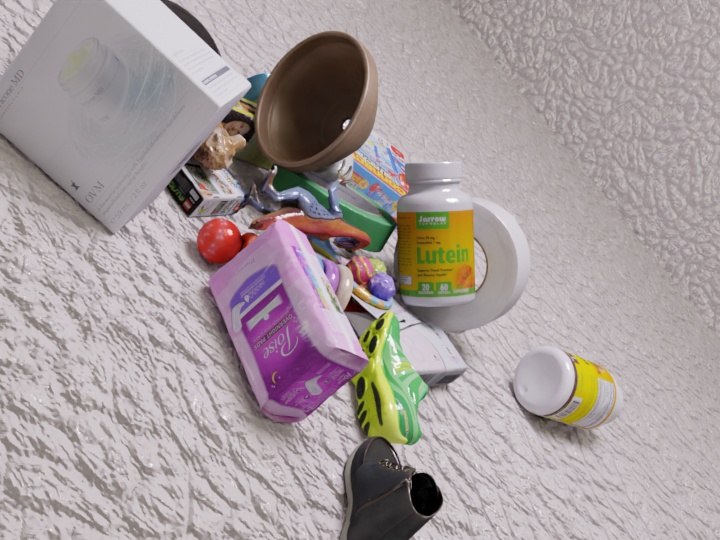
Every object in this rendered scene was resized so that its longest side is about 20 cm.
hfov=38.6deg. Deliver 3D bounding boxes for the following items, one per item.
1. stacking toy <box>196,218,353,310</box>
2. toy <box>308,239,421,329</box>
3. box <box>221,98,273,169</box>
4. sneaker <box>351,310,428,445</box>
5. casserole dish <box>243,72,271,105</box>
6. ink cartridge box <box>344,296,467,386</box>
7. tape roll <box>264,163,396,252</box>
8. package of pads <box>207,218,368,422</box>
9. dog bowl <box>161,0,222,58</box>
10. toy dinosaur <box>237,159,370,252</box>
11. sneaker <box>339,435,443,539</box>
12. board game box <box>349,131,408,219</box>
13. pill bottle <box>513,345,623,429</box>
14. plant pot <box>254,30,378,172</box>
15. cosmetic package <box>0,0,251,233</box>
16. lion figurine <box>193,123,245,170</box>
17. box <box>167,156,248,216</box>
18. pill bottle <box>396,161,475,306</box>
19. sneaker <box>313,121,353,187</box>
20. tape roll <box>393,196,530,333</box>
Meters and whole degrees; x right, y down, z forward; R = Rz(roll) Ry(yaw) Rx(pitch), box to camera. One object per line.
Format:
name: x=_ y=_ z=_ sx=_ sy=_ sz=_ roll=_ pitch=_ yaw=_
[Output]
stacking toy: x=-0.108 y=-0.007 z=1.256 sx=0.199 sy=0.085 sz=0.086 roll=29 pitch=27 yaw=-27
toy: x=0.000 y=0.000 z=1.416 sx=0.200 sy=0.047 sz=0.115 roll=38 pitch=18 yaw=16
box: x=-0.167 y=-0.203 z=1.490 sx=0.199 sy=0.075 sz=0.050 roll=13 pitch=36 yaw=-51
sneaker: x=0.036 y=0.137 z=1.273 sx=0.083 sy=0.074 sz=0.201 roll=30 pitch=36 yaw=-28
casserole dish: x=-0.129 y=-0.241 z=1.572 sx=0.199 sy=0.121 sz=0.039 roll=12 pitch=58 yaw=-53
ink cartridge box: x=0.047 y=0.072 z=1.431 sx=0.162 sy=0.057 sz=0.201 roll=5 pitch=51 yaw=-58
tape roll: x=-0.043 y=-0.099 z=1.488 sx=0.200 sy=0.048 sz=0.201 roll=31 pitch=11 yaw=-7
package of pads: x=-0.084 y=0.054 z=1.132 sx=0.076 sy=0.120 sz=0.201 roll=27 pitch=28 yaw=-49
dog bowl: x=-0.252 y=-0.224 z=1.223 sx=0.200 sy=0.200 sz=0.059 roll=44 pitch=12 yaw=-4
toy dinosaur: x=-0.065 y=-0.054 z=1.319 sx=0.181 sy=0.105 sz=0.201 roll=33 pitch=41 yaw=-21
sneaker: x=0.041 y=0.225 z=1.078 sx=0.075 sy=0.106 sz=0.200 roll=38 pitch=23 yaw=-16
board game box: x=-0.003 y=-0.191 z=1.777 sx=0.200 sy=0.056 sz=0.196 roll=35 pitch=24 yaw=-25
pill bottle: x=0.342 y=0.194 z=1.658 sx=0.199 sy=0.109 sz=0.110 roll=23 pitch=31 yaw=-44
plant pot: x=-0.043 y=-0.220 z=1.420 sx=0.093 sy=0.201 sz=0.201 roll=27 pitch=28 yaw=-47
cosmetic package: x=-0.267 y=-0.189 z=1.121 sx=0.200 sy=0.199 sz=0.123 roll=42 pitch=23 yaw=-6
lion figurine: x=-0.222 y=-0.220 z=1.293 sx=0.200 sy=0.072 sz=0.123 roll=53 pitch=13 yaw=-21
box: x=-0.238 y=-0.157 z=1.334 sx=0.200 sy=0.035 sz=0.110 roll=52 pitch=23 yaw=14
pill bottle: x=0.107 y=-0.054 z=1.472 sx=0.111 sy=0.110 sz=0.202 roll=-13 pitch=102 yaw=-64
sneaker: x=-0.040 y=-0.183 z=1.532 sx=0.076 sy=0.081 sz=0.200 roll=29 pitch=14 yaw=-18
tape roll: x=0.153 y=-0.010 z=1.556 sx=0.203 sy=0.202 sz=0.071 roll=50 pitch=22 yaw=11
